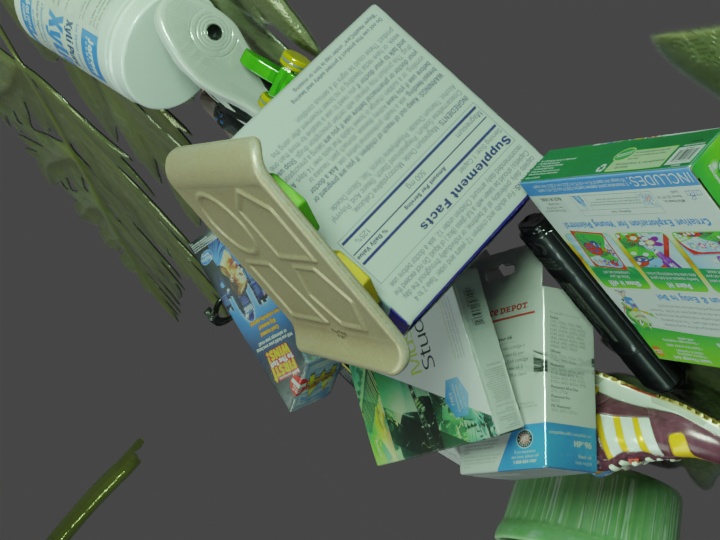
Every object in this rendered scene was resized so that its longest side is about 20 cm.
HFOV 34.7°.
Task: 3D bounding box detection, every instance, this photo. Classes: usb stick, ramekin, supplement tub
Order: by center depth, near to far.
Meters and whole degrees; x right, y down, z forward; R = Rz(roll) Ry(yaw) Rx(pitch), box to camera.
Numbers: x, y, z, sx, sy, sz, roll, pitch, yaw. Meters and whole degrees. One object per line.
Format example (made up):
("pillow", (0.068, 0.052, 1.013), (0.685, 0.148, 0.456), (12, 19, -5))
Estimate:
("usb stick", (0.209, 0.029, 0.997), (0.200, 0.033, 0.055), (48, 170, -15))
("supplement tub", (-0.254, -0.262, 1.197), (0.200, 0.132, 0.132), (33, 161, 34))
("ramekin", (0.254, 0.270, 1.260), (0.199, 0.098, 0.200), (15, 164, 4))

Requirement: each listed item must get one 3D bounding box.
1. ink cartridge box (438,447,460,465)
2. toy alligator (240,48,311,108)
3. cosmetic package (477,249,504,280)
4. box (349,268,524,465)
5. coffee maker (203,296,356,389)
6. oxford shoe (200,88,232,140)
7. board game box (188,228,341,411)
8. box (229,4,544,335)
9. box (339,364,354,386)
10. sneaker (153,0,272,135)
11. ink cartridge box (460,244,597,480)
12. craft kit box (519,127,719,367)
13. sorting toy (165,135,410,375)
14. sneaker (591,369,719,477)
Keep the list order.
("ink cartridge box", (0.083, 0.151, 1.510), (0.147, 0.083, 0.200), (23, 155, 52))
("toy alligator", (-0.031, -0.151, 1.088), (0.200, 0.059, 0.054), (38, -157, 21))
("cosmetic package", (0.051, -0.031, 1.128), (0.200, 0.090, 0.107), (50, 166, -29))
("box", (0.058, 0.094, 1.058), (0.200, 0.036, 0.145), (-30, 74, 56))
("coffee maker", (-0.037, 0.052, 1.350), (0.200, 0.192, 0.135), (39, 176, 22))
("oxford shoe", (-0.115, -0.130, 1.296), (0.200, 0.073, 0.071), (43, 164, 4))
("board game box", (-0.058, 0.024, 1.114), (0.200, 0.062, 0.200), (-28, 84, 47))
("box", (0.016, -0.073, 0.929), (0.200, 0.184, 0.105), (43, 161, 4))
("box", (0.018, 0.036, 1.240), (0.200, 0.160, 0.049), (45, 163, -1))
("sneaker", (-0.141, -0.189, 1.160), (0.200, 0.073, 0.112), (40, 159, -23))
("ink cartridge box", (0.151, 0.085, 1.050), (0.068, 0.201, 0.116), (12, 162, -34))
("craft kit box", (0.234, -0.008, 0.825), (0.198, 0.049, 0.200), (52, 162, -17))
("sorting toy", (-0.055, -0.015, 0.867), (0.200, 0.036, 0.185), (55, 159, -19))
("sneaker", (0.253, 0.154, 1.044), (0.200, 0.090, 0.075), (21, 177, 37))
